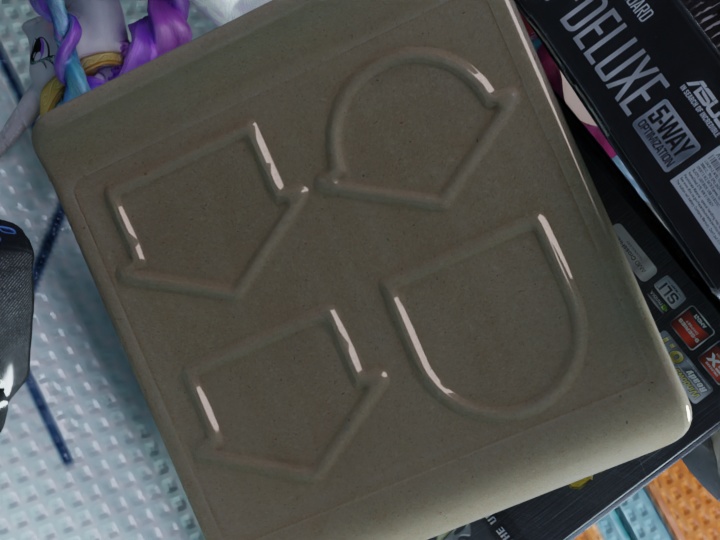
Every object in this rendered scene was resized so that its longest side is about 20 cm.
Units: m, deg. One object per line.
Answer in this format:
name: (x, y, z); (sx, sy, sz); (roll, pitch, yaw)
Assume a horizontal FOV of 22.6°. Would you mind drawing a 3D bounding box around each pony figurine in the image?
pony figurine: (-0.080, -0.151, 0.724); (0.193, 0.167, 0.200); (-20, 72, 6)

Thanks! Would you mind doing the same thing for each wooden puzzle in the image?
wooden puzzle: (0.000, 0.000, 0.657); (0.200, 0.185, 0.046); (65, 16, -4)

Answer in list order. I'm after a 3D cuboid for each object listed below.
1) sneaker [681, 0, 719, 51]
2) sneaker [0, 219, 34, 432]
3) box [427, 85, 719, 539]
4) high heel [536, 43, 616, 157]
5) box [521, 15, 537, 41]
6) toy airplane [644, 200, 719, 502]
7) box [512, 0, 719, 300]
sneaker: (0.219, -0.081, 0.929); (0.074, 0.089, 0.200); (-27, 61, -4)
sneaker: (-0.182, -0.025, 0.638); (0.112, 0.073, 0.200); (-13, 79, -41)
box: (0.036, 0.009, 0.694); (0.200, 0.158, 0.048); (52, 14, 4)
high heel: (0.112, -0.091, 0.841); (0.067, 0.096, 0.200); (49, 49, 2)
box: (0.134, -0.204, 0.920); (0.200, 0.100, 0.096); (-31, 82, -41)
toy airplane: (0.174, 0.034, 0.794); (0.200, 0.141, 0.199); (-23, 42, -33)
box: (0.120, -0.056, 0.673); (0.200, 0.050, 0.158); (60, 13, 29)
